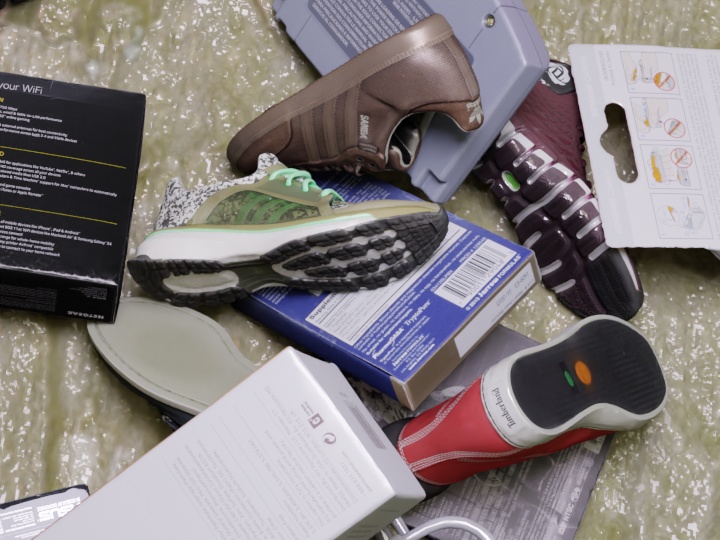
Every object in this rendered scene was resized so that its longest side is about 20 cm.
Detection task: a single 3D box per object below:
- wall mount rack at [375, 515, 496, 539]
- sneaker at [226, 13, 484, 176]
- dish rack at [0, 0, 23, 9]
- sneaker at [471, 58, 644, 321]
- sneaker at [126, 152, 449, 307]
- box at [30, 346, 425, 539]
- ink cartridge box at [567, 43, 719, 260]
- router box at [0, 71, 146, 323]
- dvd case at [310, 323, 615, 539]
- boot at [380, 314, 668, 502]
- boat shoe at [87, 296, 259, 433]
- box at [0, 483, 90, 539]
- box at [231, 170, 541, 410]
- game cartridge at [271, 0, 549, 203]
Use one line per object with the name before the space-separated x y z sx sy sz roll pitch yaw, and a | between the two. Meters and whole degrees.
wall mount rack | 0.009 0.241 1.148 0.200 0.075 0.174 -28 74 -18
sneaker | -0.007 -0.085 1.203 0.070 0.200 0.076 -31 93 -44
dish rack | -0.303 -0.244 1.273 0.153 0.055 0.200 -23 76 -17
sneaker | 0.143 -0.070 1.281 0.115 0.076 0.200 -38 93 -38
sneaker | -0.045 -0.038 1.177 0.200 0.077 0.089 -5 63 15
box | -0.078 0.142 1.055 0.200 0.124 0.098 -37 79 3
ink cartridge box | 0.237 -0.070 1.287 0.199 0.050 0.163 0 61 -13
router box | -0.239 -0.054 1.202 0.200 0.051 0.149 9 56 -7
dvd case | 0.057 0.098 1.233 0.200 0.016 0.149 25 70 -1
boot | 0.093 0.091 1.198 0.200 0.144 0.073 -8 71 -52
boat shoe | -0.086 0.083 1.185 0.199 0.066 0.075 23 45 22
box | -0.236 0.225 1.122 0.200 0.044 0.161 -13 74 -14
box | 0.000 0.000 1.213 0.200 0.032 0.121 29 63 38
game cartridge | 0.032 -0.157 1.239 0.041 0.133 0.200 8 38 -52
